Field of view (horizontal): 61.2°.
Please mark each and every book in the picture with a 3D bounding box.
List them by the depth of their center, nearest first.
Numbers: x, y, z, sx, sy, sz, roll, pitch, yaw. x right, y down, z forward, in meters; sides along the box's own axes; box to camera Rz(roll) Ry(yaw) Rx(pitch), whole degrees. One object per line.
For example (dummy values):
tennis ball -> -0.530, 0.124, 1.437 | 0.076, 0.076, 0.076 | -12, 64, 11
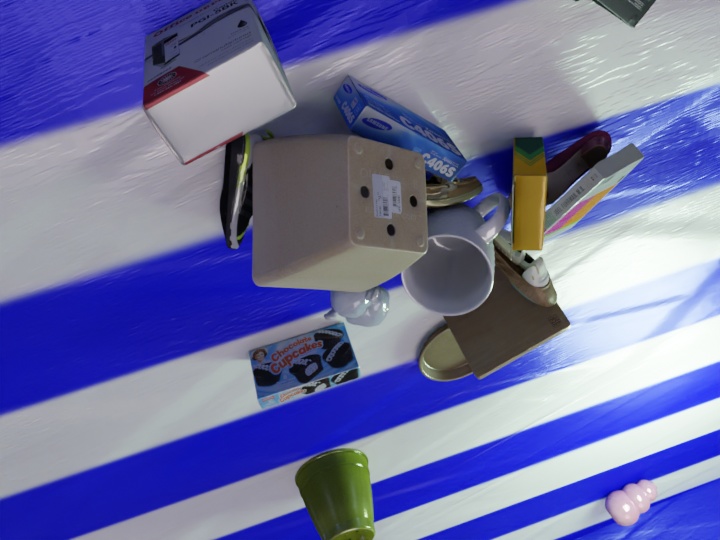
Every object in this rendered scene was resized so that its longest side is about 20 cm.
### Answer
book -> 0.378, -0.124, 1.048 | 0.133, 0.048, 0.200 | -27, 165, -35

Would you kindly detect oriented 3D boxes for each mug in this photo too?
mug -> 0.167, -0.050, 1.008 | 0.147, 0.176, 0.200 | 40, 121, -12

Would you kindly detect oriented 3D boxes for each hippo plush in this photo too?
hippo plush -> 0.000, 0.000, 1.009 | 0.158, 0.162, 0.200 | -33, 139, 13

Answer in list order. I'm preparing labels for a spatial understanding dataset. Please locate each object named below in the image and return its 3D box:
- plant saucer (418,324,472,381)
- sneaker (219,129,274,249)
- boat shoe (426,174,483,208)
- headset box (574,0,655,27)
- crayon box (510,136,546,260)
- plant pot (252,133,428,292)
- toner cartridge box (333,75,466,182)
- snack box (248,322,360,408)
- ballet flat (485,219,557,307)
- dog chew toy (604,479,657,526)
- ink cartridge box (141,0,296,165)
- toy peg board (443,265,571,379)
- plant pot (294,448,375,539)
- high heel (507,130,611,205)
plant saucer -> 0.220, 0.174, 1.363 | 0.198, 0.030, 0.202 | -11, 135, -11
sneaker -> -0.162, -0.114, 0.910 | 0.082, 0.072, 0.201 | -2, 132, -22
boat shoe -> 0.106, -0.137, 1.002 | 0.198, 0.073, 0.064 | -10, 104, -6
headset box -> 0.341, -0.443, 0.786 | 0.173, 0.093, 0.201 | 14, 125, -32
crayon box -> 0.265, -0.118, 0.968 | 0.051, 0.201, 0.127 | 2, 121, 14
plant pot -> -0.016, -0.082, 0.827 | 0.198, 0.203, 0.176 | 5, 170, -40
toner cartridge box -> 0.060, -0.206, 0.896 | 0.198, 0.095, 0.043 | 19, 122, -35
snack box -> -0.109, 0.181, 1.176 | 0.198, 0.117, 0.037 | -17, 136, -6
ballet flat -> 0.288, -0.019, 1.102 | 0.068, 0.200, 0.072 | -37, 168, -28
dog chew toy -> 1.009, 0.850, 2.255 | 0.199, 0.125, 0.125 | -37, 135, 4
ink cartridge box -> -0.169, -0.233, 0.705 | 0.146, 0.201, 0.083 | -27, 133, 4
toy peg board -> 0.276, 0.087, 1.198 | 0.199, 0.201, 0.098 | -31, 151, 9
plant pot -> -0.049, 0.590, 1.530 | 0.198, 0.194, 0.202 | -11, 135, -11
high heel -> 0.353, -0.175, 1.083 | 0.199, 0.096, 0.068 | -28, 104, 34
